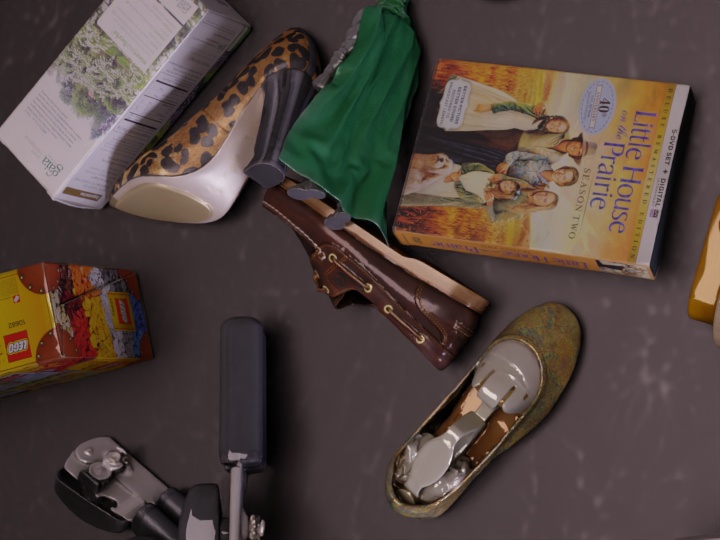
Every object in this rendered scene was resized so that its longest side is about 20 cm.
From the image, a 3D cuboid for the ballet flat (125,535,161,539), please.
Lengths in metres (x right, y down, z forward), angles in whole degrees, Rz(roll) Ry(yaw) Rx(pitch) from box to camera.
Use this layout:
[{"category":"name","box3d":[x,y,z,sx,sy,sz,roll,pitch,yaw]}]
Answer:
[{"category":"ballet flat","box3d":[-0.201,0.261,1.671,0.073,0.073,0.200,60,140,14]}]

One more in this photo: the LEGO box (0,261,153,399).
[{"category":"LEGO box","box3d":[-0.290,0.056,1.683,0.199,0.149,0.078,-15,82,21]}]

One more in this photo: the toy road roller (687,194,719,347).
[{"category":"toy road roller","box3d":[0.298,-0.035,1.455,0.122,0.146,0.201,16,93,22]}]

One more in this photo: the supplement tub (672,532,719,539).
[{"category":"supplement tub","box3d":[0.284,0.277,1.443,0.145,0.145,0.201,-8,84,21]}]

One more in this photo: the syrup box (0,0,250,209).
[{"category":"syrup box","box3d":[-0.189,-0.150,1.691,0.079,0.081,0.200,45,103,20]}]

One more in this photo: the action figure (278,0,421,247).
[{"category":"action figure","box3d":[0.002,-0.129,1.597,0.055,0.118,0.201,-10,50,42]}]

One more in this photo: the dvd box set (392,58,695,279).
[{"category":"dvd box set","box3d":[0.135,-0.077,1.564,0.199,0.029,0.147,9,73,22]}]

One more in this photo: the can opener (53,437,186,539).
[{"category":"can opener","box3d":[-0.156,0.204,1.682,0.200,0.053,0.067,35,134,21]}]

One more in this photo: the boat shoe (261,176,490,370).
[{"category":"boat shoe","box3d":[0.000,0.000,1.612,0.200,0.070,0.070,34,95,20]}]

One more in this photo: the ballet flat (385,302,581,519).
[{"category":"ballet flat","box3d":[0.089,0.107,1.574,0.071,0.071,0.200,44,102,18]}]

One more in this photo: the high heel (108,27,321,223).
[{"category":"high heel","box3d":[-0.114,-0.115,1.688,0.199,0.071,0.143,-13,50,39]}]

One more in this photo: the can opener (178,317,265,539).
[{"category":"can opener","box3d":[-0.101,0.136,1.622,0.066,0.053,0.201,3,74,2]}]
